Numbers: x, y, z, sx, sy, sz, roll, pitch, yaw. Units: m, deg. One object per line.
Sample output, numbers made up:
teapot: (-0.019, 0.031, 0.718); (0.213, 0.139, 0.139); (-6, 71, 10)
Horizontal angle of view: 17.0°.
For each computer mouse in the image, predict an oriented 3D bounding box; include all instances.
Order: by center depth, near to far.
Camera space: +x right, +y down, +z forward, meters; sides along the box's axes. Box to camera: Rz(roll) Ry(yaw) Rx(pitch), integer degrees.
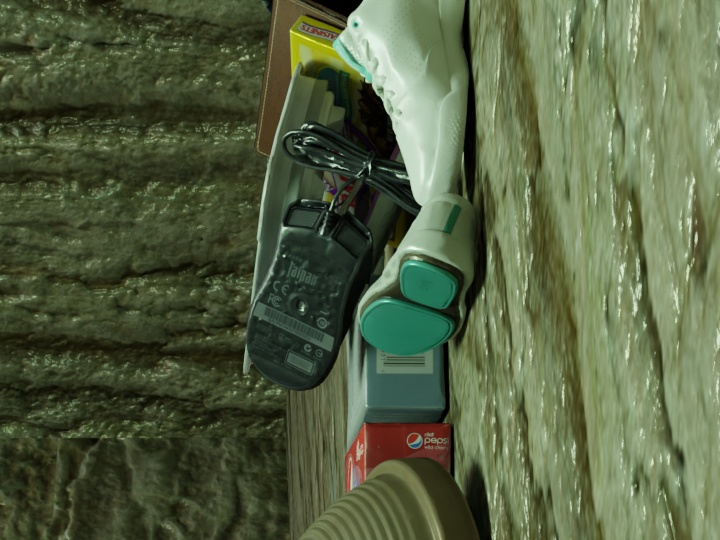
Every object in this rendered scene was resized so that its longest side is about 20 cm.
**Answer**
computer mouse: (0.000, 0.000, 1.684); (0.046, 0.140, 0.201); (-40, -34, -61)

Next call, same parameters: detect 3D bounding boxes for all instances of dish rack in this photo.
dish rack: (-0.048, -0.036, 1.801); (0.172, 0.043, 0.201); (-79, -2, -51)

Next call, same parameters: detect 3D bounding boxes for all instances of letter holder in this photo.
letter holder: (0.008, -0.157, 1.898); (0.101, 0.142, 0.200); (-54, -14, -33)

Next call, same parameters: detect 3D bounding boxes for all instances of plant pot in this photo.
plant pot: (0.004, 0.219, 1.522); (0.201, 0.092, 0.202); (180, 90, -69)

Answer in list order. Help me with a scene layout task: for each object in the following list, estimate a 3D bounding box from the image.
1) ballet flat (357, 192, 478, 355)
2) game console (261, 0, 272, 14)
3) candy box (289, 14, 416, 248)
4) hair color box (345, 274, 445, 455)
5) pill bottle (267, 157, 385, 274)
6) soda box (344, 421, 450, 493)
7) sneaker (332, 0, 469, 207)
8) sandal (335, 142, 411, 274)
ballet flat: (0.045, 0.002, 1.583); (0.200, 0.069, 0.070); (115, 155, -70)
game console: (-0.006, -0.300, 1.992); (0.170, 0.118, 0.200); (-3, 56, 58)
candy box: (-0.005, -0.104, 1.862); (0.026, 0.102, 0.200); (-52, -24, -33)
hair color box: (0.024, 0.075, 1.801); (0.200, 0.060, 0.099); (108, 162, -75)
pill bottle: (-0.024, -0.093, 2.098); (0.116, 0.115, 0.201); (-104, 14, -73)
soda box: (0.025, 0.156, 1.758); (0.200, 0.063, 0.070); (114, 157, -78)
sneaker: (0.026, -0.135, 1.593); (0.075, 0.088, 0.201); (109, 160, -73)
sandal: (-0.005, -0.029, 1.810); (0.203, 0.050, 0.082); (-65, -4, 15)
